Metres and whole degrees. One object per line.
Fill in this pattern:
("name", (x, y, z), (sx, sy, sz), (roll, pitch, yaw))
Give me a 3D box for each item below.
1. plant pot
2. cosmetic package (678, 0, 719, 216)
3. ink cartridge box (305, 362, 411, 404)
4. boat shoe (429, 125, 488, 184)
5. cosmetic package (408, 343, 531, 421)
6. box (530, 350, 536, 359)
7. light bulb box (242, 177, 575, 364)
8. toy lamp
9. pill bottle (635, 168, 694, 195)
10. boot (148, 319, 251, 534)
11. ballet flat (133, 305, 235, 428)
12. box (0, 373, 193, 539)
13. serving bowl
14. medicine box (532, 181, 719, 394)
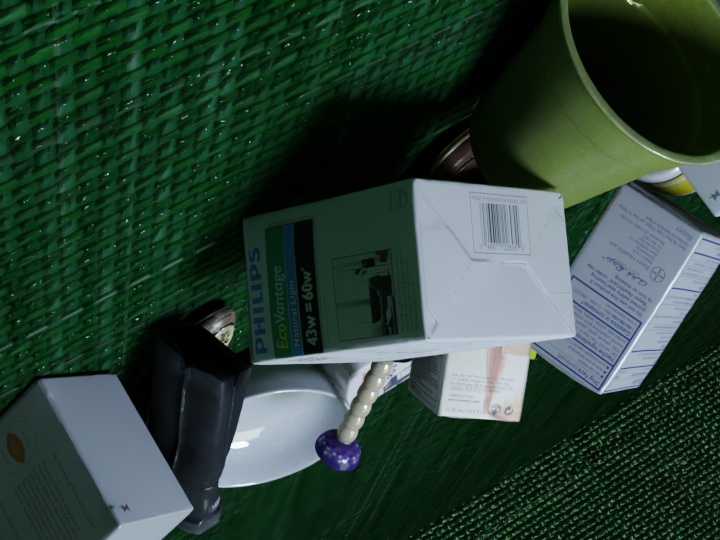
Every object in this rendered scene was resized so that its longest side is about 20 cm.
("plant pot", (0.189, -0.141, 1.188), (0.199, 0.202, 0.190), (-20, 170, -38))
("cosmetic package", (0.359, -0.174, 1.341), (0.199, 0.200, 0.123), (-13, 154, -50))
("ink cartridge box", (0.042, 0.059, 1.550), (0.199, 0.085, 0.145), (-31, 161, -16))
("boat shoe", (0.148, -0.109, 1.340), (0.199, 0.068, 0.072), (-18, 156, -43))
("cosmetic package", (0.110, 0.029, 1.319), (0.086, 0.203, 0.103), (5, -170, -15))
("box", (0.140, 0.027, 1.450), (0.199, 0.047, 0.124), (5, 102, -61))
("light bulb box", (0.039, 0.007, 1.168), (0.198, 0.127, 0.197), (-10, 172, 43))
("toy lamp", (0.011, 0.113, 1.422), (0.058, 0.058, 0.201), (-14, 139, -48))
("pill bottle", (0.334, -0.140, 1.530), (0.111, 0.112, 0.199), (-40, 161, 17))
("boot", (-0.188, 0.130, 1.300), (0.066, 0.163, 0.202), (-52, 160, -47))
("ballet flat", (-0.165, 0.103, 1.346), (0.067, 0.047, 0.200), (-17, 155, -45))
("box", (-0.274, 0.212, 1.251), (0.200, 0.153, 0.106), (-42, 160, 22))
("serving bowl", (-0.111, 0.154, 1.506), (0.197, 0.066, 0.201), (-14, 148, -9))
("medicine box", (0.290, 0.022, 1.515), (0.201, 0.103, 0.182), (-58, 159, 11))
